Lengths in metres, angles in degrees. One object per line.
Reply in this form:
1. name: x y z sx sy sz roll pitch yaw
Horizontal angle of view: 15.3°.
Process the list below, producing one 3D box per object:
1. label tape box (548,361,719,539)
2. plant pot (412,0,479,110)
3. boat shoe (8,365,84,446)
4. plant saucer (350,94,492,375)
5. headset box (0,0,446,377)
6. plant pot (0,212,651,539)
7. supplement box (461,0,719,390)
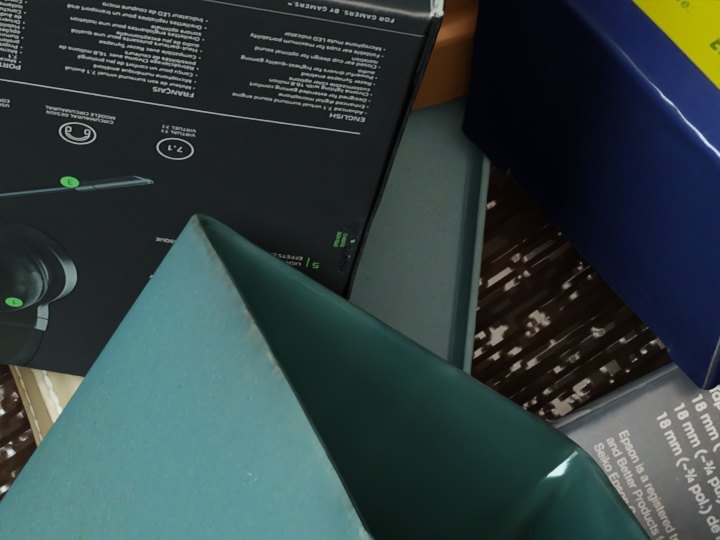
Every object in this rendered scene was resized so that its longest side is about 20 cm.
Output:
1. label tape box: 0.099 0.103 0.776 0.199 0.063 0.145 -25 86 -7
2. plant pot: -0.005 -0.159 0.742 0.199 0.140 0.201 0 75 -2
3. boat shoe: -0.070 0.098 0.762 0.066 0.074 0.201 -22 86 -10
4. plant saucer: 0.000 0.000 0.768 0.069 0.019 0.201 5 63 4
5. headset box: -0.077 -0.054 0.673 0.173 0.200 0.093 9 58 -5
6. plant pot: -0.029 0.126 0.632 0.141 0.141 0.200 31 104 -33
7. supplement box: 0.140 -0.081 0.743 0.200 0.110 0.109 -35 69 -17
